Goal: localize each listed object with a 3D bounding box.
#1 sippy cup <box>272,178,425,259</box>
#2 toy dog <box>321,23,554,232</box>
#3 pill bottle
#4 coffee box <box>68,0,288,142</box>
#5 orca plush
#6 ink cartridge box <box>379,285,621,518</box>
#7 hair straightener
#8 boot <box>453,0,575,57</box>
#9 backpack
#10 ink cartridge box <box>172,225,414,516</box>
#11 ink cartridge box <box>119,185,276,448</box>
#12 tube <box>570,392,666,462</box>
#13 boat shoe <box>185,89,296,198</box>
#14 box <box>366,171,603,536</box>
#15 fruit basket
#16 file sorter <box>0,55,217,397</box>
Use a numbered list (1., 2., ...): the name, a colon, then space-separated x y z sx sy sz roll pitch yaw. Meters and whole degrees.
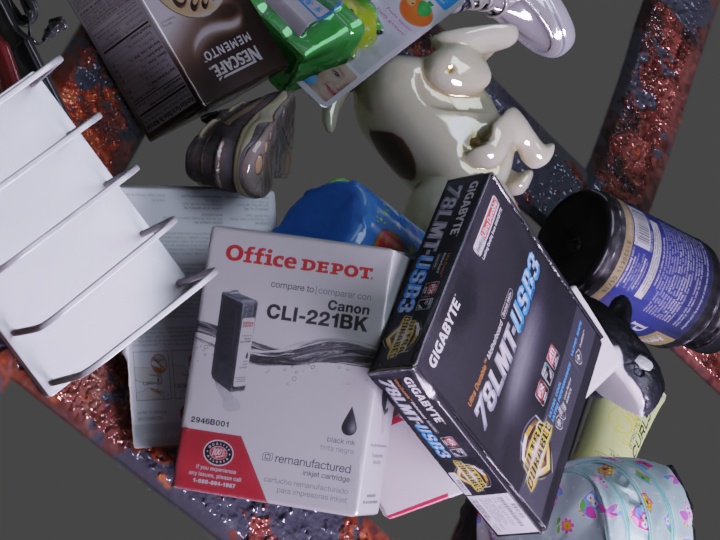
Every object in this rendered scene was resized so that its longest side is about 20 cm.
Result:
1. sippy cup: 0.000 0.000 1.671 0.140 0.178 0.130 -55 129 -14
2. toy dog: 0.077 -0.097 1.814 0.194 0.140 0.200 -6 74 -30
3. pill bottle: 0.268 0.007 1.954 0.200 0.112 0.112 24 56 -32
4. coffee box: -0.163 -0.220 1.689 0.113 0.080 0.200 -34 94 -46
5. orca plush: 0.206 0.050 1.838 0.071 0.200 0.105 -33 128 -21
6. ink cartridge box: 0.102 0.108 1.728 0.200 0.145 0.084 -36 97 -46
7. hair straightener: -0.269 -0.189 1.614 0.077 0.041 0.200 -16 77 -46
8. boot: 0.112 -0.262 1.980 0.200 0.074 0.096 46 52 -5
9. backpack: 0.177 0.228 1.700 0.126 0.200 0.167 -5 74 -44
10. ink cartridge box: -0.048 0.073 1.553 0.084 0.144 0.200 29 69 -78
11. ink cartridge box: -0.135 0.034 1.631 0.162 0.057 0.200 0 89 -43
12. tube: 0.228 0.152 1.896 0.200 0.052 0.058 -59 150 -46
13. boat shoe: -0.096 -0.108 1.672 0.200 0.073 0.075 -55 152 -77
14. box: 0.101 0.064 1.575 0.199 0.050 0.200 54 43 -34
15. fruit basket: -0.030 -0.251 1.782 0.185 0.094 0.200 46 61 7
16. file sorter: -0.217 -0.032 1.486 0.139 0.125 0.200 -39 99 -20
